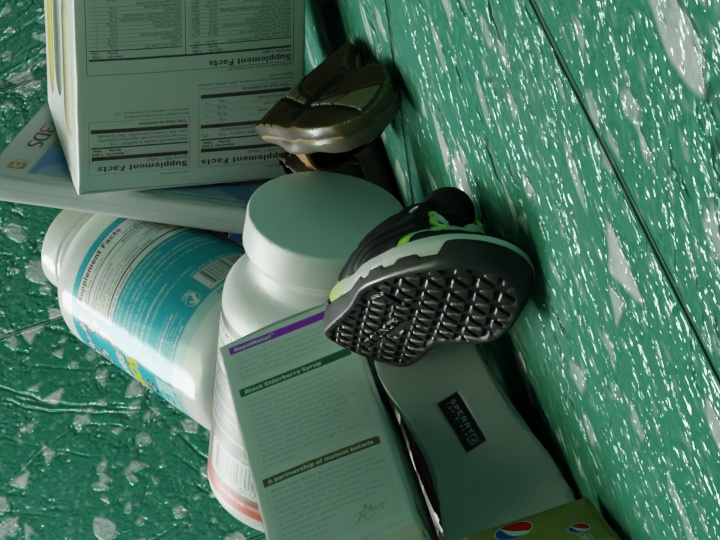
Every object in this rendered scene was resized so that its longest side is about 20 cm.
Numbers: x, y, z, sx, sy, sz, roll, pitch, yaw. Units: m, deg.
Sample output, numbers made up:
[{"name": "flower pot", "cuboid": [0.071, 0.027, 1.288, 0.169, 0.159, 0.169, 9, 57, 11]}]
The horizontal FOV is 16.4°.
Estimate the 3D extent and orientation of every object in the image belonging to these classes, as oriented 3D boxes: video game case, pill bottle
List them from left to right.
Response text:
[{"name": "video game case", "cuboid": [-0.129, -0.079, 1.675, 0.182, 0.199, 0.022, -64, -20, -62]}, {"name": "pill bottle", "cuboid": [-0.122, 0.021, 1.629, 0.200, 0.111, 0.111, 31, 147, 38]}, {"name": "pill bottle", "cuboid": [-0.028, 0.051, 1.485, 0.116, 0.116, 0.200, -116, 27, -52]}]

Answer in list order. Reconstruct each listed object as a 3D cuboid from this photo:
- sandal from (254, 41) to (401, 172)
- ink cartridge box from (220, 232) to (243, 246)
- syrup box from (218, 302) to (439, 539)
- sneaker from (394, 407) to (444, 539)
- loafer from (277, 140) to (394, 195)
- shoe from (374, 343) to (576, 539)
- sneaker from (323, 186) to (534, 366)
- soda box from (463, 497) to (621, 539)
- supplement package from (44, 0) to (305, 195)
[{"name": "sandal", "cuboid": [-0.009, -0.090, 1.478, 0.055, 0.082, 0.200, 51, 173, -16]}, {"name": "ink cartridge box", "cuboid": [-0.051, 0.032, 1.780, 0.146, 0.146, 0.200, 165, 87, -84]}, {"name": "syrup box", "cuboid": [-0.013, 0.110, 1.335, 0.200, 0.081, 0.079, -108, -5, -54]}, {"name": "sneaker", "cuboid": [0.065, 0.162, 1.448, 0.112, 0.073, 0.200, -118, 13, -68]}, {"name": "loafer", "cuboid": [0.000, 0.000, 1.576, 0.073, 0.071, 0.200, 89, 162, -71]}, {"name": "shoe", "cuboid": [0.072, 0.116, 1.314, 0.200, 0.071, 0.091, 63, -177, 35]}, {"name": "sneaker", "cuboid": [0.032, -0.010, 1.245, 0.200, 0.072, 0.083, -22, 45, 66]}, {"name": "soda box", "cuboid": [0.112, 0.216, 1.204, 0.064, 0.068, 0.200, -125, 17, -71]}, {"name": "supplement package", "cuboid": [-0.123, -0.175, 1.611, 0.152, 0.150, 0.200, -117, 25, -58]}]
